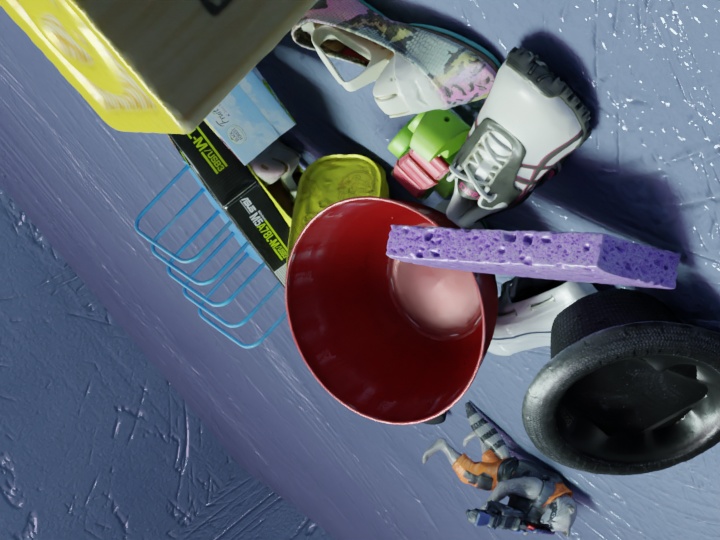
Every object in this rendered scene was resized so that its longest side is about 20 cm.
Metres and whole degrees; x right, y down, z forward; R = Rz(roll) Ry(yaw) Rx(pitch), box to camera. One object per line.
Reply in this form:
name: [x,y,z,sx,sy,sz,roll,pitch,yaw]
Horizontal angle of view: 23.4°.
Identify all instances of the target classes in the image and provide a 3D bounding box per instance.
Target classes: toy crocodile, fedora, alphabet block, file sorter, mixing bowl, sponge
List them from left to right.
alphabet block: [-0.153,-0.239,1.294,0.197,0.200,0.195,48,166,-19]
file sorter: [-0.172,-0.018,2.182,0.138,0.123,0.200,31,161,40]
mixing bowl: [0.044,0.023,1.512,0.199,0.108,0.202,10,109,30]
toy crocodile: [0.057,-0.093,1.423,0.067,0.062,0.200,44,167,-1]
sponge: [0.127,-0.012,1.304,0.199,0.030,0.111,5,177,42]
fedora: [0.213,0.077,1.373,0.201,0.199,0.092,60,-166,-49]

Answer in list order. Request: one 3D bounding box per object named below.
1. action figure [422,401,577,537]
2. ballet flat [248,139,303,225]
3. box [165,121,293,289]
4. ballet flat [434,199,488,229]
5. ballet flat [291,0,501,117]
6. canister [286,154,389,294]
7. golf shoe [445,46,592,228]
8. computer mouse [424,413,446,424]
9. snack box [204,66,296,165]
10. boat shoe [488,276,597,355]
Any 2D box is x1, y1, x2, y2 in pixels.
action figure: [0.170,0.247,2.043,0.193,0.105,0.200,31,-173,25]
ballet flat: [-0.072,-0.086,1.808,0.201,0.067,0.067,54,149,2]
box: [-0.131,-0.093,1.674,0.194,0.047,0.200,55,179,30]
ballet flat: [0.076,-0.007,1.619,0.069,0.069,0.200,42,166,6]
ballet flat: [0.020,-0.158,1.314,0.199,0.071,0.069,32,161,40]
canister: [0.000,0.000,1.696,0.086,0.150,0.200,-1,153,16]
golf shoe: [0.109,-0.087,1.245,0.077,0.088,0.200,42,165,12]
computer mouse: [0.032,0.138,2.248,0.200,0.034,0.059,37,166,29]
snack box: [-0.156,-0.211,1.540,0.169,0.067,0.200,50,-176,-43]
boat shoe: [0.156,0.028,1.519,0.200,0.073,0.067,-8,113,61]
